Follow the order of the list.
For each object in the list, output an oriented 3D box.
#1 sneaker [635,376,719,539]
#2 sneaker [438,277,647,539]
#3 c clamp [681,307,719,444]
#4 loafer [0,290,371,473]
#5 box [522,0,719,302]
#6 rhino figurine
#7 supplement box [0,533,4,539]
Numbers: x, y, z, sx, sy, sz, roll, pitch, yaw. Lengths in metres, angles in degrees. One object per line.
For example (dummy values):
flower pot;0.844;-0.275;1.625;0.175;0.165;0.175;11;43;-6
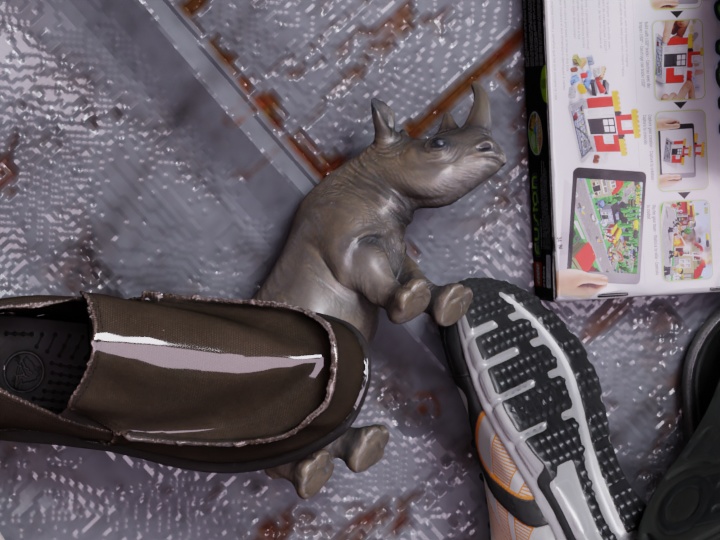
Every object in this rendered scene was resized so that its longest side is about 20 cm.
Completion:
sneaker;0.194;0.102;1.259;0.114;0.076;0.199;48;51;-23
sneaker;0.078;0.099;1.278;0.074;0.080;0.200;-10;71;-46
c clamp;0.235;0.101;1.346;0.171;0.027;0.200;-12;97;-7
loafer;-0.096;0.045;1.202;0.200;0.071;0.073;-2;75;12
box;0.132;-0.088;1.305;0.110;0.035;0.200;-3;93;-13
rhino figurine;0.000;0.000;1.258;0.087;0.060;0.200;28;84;32
supplement box;-0.176;0.203;1.229;0.126;0.074;0.200;-31;99;-9
